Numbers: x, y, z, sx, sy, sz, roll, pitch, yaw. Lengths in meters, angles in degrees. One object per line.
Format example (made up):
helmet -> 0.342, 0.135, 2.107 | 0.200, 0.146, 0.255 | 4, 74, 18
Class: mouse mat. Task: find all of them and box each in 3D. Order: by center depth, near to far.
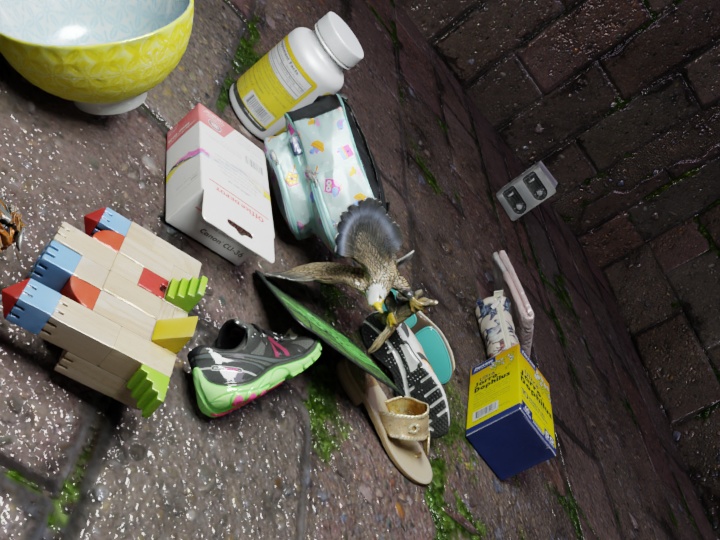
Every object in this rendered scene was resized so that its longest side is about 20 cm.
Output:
mouse mat -> -0.038, 0.077, 0.851 | 0.200, 0.008, 0.161 | 41, -1, -35

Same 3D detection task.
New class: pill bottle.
pill bottle -> -0.095, -0.295, 1.051 | 0.111, 0.199, 0.112 | 43, 27, -29

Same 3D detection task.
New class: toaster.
toaster -> 0.575, -0.273, 2.352 | 0.119, 0.180, 0.200 | 55, 24, -1

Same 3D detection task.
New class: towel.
towel -> 0.337, 0.083, 1.534 | 0.201, 0.032, 0.192 | 74, 0, -54

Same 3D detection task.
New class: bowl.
bowl -> -0.270, -0.229, 0.718 | 0.201, 0.198, 0.108 | -96, -173, -46

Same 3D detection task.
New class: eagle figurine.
eagle figurine -> 0.002, 0.002, 0.882 | 0.200, 0.152, 0.151 | 39, -13, -23

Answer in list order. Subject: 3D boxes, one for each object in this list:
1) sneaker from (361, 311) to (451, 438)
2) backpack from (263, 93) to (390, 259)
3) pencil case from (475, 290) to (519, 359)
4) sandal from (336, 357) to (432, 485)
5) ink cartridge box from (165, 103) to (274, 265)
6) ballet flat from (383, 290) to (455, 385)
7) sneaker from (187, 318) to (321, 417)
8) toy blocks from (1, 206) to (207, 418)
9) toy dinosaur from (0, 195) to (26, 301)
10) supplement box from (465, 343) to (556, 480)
sneaker -> 0.079, 0.146, 1.006 | 0.201, 0.073, 0.080 | 63, 22, 12
backpack -> -0.042, -0.115, 0.957 | 0.201, 0.152, 0.176 | 63, -5, 10
pencil case -> 0.287, 0.139, 1.404 | 0.201, 0.077, 0.090 | -95, 176, -47
sandal -> 0.056, 0.190, 0.908 | 0.212, 0.069, 0.078 | 54, 24, -9
ink cartridge box -> -0.168, -0.090, 0.823 | 0.116, 0.067, 0.201 | 35, 30, -40
ballet flat -> 0.090, 0.090, 1.108 | 0.201, 0.067, 0.062 | 57, 14, -2
sneaker -> -0.105, 0.083, 0.722 | 0.084, 0.076, 0.200 | 63, 23, 3
toy blocks -> -0.217, 0.019, 0.582 | 0.136, 0.100, 0.201 | 34, 29, -23
toy dinosaur -> -0.295, -0.013, 0.461 | 0.136, 0.102, 0.200 | 65, -4, -27
supplement box -> 0.259, 0.239, 1.193 | 0.109, 0.109, 0.200 | 51, 24, -14
